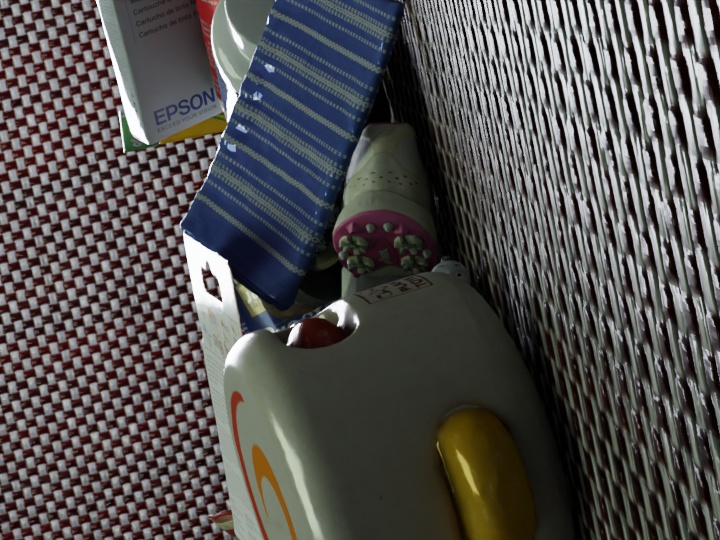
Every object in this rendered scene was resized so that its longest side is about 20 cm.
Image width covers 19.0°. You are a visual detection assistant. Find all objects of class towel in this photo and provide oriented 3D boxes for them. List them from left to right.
[{"bbox_3d":[-0.045,-0.088,1.324,0.145,0.024,0.200,36,108,55],"label":"towel"}]

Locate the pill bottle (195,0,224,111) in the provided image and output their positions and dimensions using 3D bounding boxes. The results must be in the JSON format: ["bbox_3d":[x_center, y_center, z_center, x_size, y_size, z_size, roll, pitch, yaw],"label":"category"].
[{"bbox_3d":[-0.069,-0.188,1.730,0.112,0.112,0.200,-109,8,-63],"label":"pill bottle"}]

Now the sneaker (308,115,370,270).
[{"bbox_3d":[-0.023,-0.097,1.374,0.089,0.077,0.200,120,161,-61],"label":"sneaker"}]

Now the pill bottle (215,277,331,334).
[{"bbox_3d":[-0.038,0.019,1.585,0.200,0.112,0.112,60,177,-1],"label":"pill bottle"}]

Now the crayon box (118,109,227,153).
[{"bbox_3d":[-0.122,-0.167,1.931,0.126,0.200,0.052,-112,10,-67],"label":"crayon box"}]

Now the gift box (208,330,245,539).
[{"bbox_3d":[-0.042,0.140,1.834,0.187,0.200,0.185,82,179,-66],"label":"gift box"}]

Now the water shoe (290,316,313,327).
[{"bbox_3d":[0.021,0.089,1.262,0.200,0.071,0.079,57,146,31],"label":"water shoe"}]

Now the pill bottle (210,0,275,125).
[{"bbox_3d":[-0.051,-0.156,1.565,0.200,0.111,0.111,87,169,-73],"label":"pill bottle"}]

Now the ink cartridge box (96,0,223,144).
[{"bbox_3d":[-0.121,-0.231,1.775,0.041,0.199,0.200,28,138,51],"label":"ink cartridge box"}]

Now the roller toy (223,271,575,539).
[{"bbox_3d":[0.023,0.097,1.065,0.200,0.140,0.183,89,158,-54],"label":"roller toy"}]

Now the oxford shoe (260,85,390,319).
[{"bbox_3d":[-0.035,-0.058,1.456,0.084,0.073,0.200,-35,32,54],"label":"oxford shoe"}]

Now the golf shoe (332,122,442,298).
[{"bbox_3d":[0.022,-0.020,1.341,0.200,0.075,0.092,90,-178,-65],"label":"golf shoe"}]

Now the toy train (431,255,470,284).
[{"bbox_3d":[0.050,0.034,1.240,0.200,0.042,0.057,94,172,-79],"label":"toy train"}]

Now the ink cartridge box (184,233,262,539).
[{"bbox_3d":[-0.056,0.080,1.291,0.161,0.050,0.200,-155,56,-74],"label":"ink cartridge box"}]
